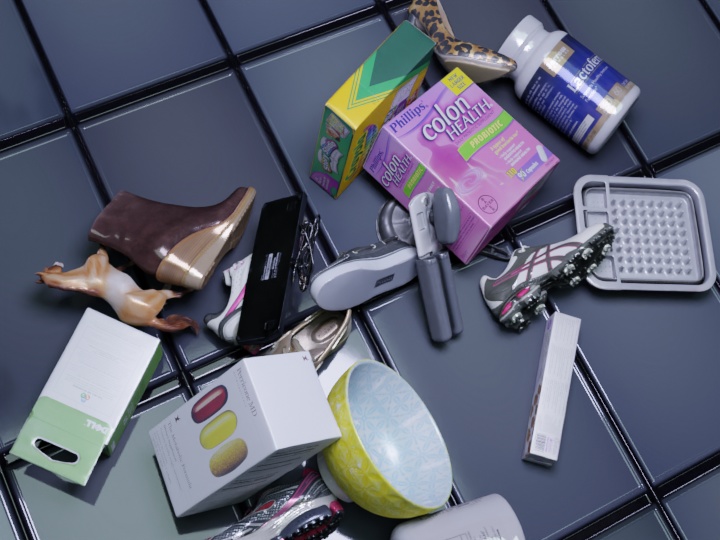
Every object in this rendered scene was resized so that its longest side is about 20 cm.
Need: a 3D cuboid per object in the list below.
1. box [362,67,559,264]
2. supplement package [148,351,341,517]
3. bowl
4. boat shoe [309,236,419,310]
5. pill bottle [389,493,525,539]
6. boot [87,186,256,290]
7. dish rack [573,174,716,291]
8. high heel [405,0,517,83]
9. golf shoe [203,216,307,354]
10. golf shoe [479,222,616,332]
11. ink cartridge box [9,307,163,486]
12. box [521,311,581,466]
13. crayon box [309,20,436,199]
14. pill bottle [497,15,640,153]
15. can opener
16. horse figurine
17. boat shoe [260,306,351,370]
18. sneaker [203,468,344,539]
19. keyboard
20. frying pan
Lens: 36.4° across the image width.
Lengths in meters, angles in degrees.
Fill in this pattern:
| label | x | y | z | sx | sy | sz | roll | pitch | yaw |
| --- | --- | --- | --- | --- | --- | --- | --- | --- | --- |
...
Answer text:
| label | x | y | z | sx | sy | sz | roll | pitch | yaw |
| --- | --- | --- | --- | --- | --- | --- | --- | --- | --- |
| box | 0.138 | -0.146 | 1.503 | 0.200 | 0.097 | 0.176 | 43 | 56 | 10 |
| supplement package | -0.137 | 0.190 | 1.276 | 0.109 | 0.199 | 0.115 | -2 | 62 | -49 |
| bowl | 0.011 | 0.222 | 1.337 | 0.107 | 0.199 | 0.202 | -36 | 73 | 24 |
| boat shoe | 0.000 | 0.000 | 1.419 | 0.198 | 0.069 | 0.057 | -15 | 48 | -46 |
| pill bottle | 0.092 | 0.349 | 1.306 | 0.197 | 0.115 | 0.116 | -14 | 71 | -13 |
| boot | -0.240 | -0.073 | 1.432 | 0.164 | 0.073 | 0.201 | 26 | 47 | 5 |
| dish rack | 0.395 | -0.046 | 1.550 | 0.196 | 0.044 | 0.174 | 1 | 67 | -8 |
| high heel | 0.148 | -0.348 | 1.589 | 0.197 | 0.072 | 0.144 | 11 | 69 | 27 |
| golf shoe | -0.132 | 0.003 | 1.434 | 0.091 | 0.073 | 0.202 | 24 | 67 | 3 |
| golf shoe | 0.251 | -0.011 | 1.475 | 0.199 | 0.077 | 0.088 | -37 | 59 | 0 |
| ink cartridge box | -0.333 | 0.159 | 1.347 | 0.102 | 0.059 | 0.202 | 23 | 66 | 2 |
| box | 0.253 | 0.156 | 1.449 | 0.041 | 0.039 | 0.203 | 15 | 67 | -4 |
| crayon box | 0.013 | -0.211 | 1.472 | 0.058 | 0.200 | 0.173 | 37 | 68 | 7 |
| pill bottle | 0.294 | -0.272 | 1.586 | 0.199 | 0.116 | 0.116 | 38 | 68 | 8 |
| can opener | 0.103 | -0.006 | 1.430 | 0.052 | 0.066 | 0.203 | -23 | 110 | -42 |
| horse figurine | -0.293 | 0.022 | 1.391 | 0.199 | 0.050 | 0.133 | 34 | 35 | 5 |
| boat shoe | -0.085 | 0.113 | 1.401 | 0.072 | 0.065 | 0.200 | 44 | 69 | 10 |
| sneaker | -0.120 | 0.309 | 1.316 | 0.197 | 0.081 | 0.075 | -19 | 57 | -23 |
| keyboard | -0.095 | 0.001 | 1.382 | 0.039 | 0.103 | 0.203 | 33 | 57 | -44 |
| frying pan | 0.107 | -0.041 | 1.514 | 0.189 | 0.031 | 0.115 | 37 | 69 | 10 |
